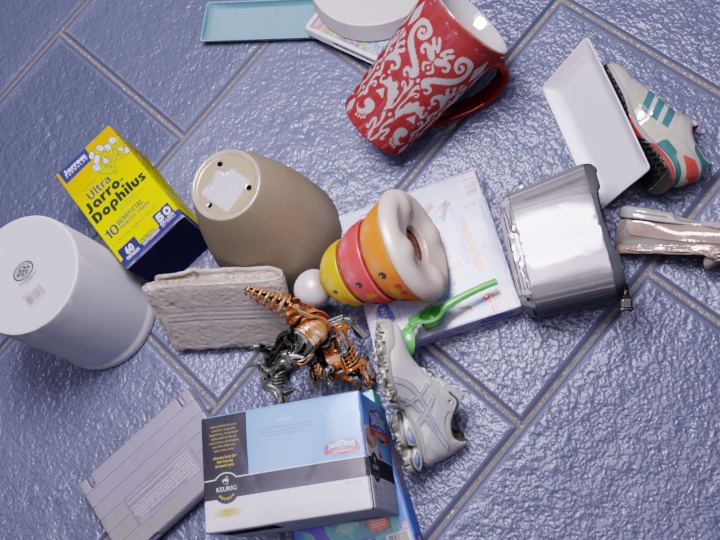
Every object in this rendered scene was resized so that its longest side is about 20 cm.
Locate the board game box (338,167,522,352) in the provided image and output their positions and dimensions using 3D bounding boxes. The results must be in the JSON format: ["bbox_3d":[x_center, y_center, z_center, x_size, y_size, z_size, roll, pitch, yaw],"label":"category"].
[{"bbox_3d":[0.090,-0.009,1.116,0.197,0.041,0.202,-18,70,9],"label":"board game box"}]

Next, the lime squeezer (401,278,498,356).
[{"bbox_3d":[0.089,0.079,1.048,0.070,0.038,0.201,33,101,-2],"label":"lime squeezer"}]

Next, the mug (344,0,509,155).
[{"bbox_3d":[0.095,-0.248,1.123,0.177,0.134,0.200,37,119,-14],"label":"mug"}]

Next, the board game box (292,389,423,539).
[{"bbox_3d":[-0.021,0.271,1.056,0.150,0.045,0.202,-20,69,9],"label":"board game box"}]

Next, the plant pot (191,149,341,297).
[{"bbox_3d":[-0.139,-0.074,1.112,0.185,0.200,0.190,-4,72,13],"label":"plant pot"}]

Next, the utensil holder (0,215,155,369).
[{"bbox_3d":[-0.400,0.032,1.149,0.168,0.200,0.172,-5,71,14],"label":"utensil holder"}]

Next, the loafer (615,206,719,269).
[{"bbox_3d":[0.412,-0.030,1.030,0.198,0.072,0.064,15,94,25],"label":"loafer"}]

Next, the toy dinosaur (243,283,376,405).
[{"bbox_3d":[-0.071,0.093,1.082,0.136,0.102,0.200,-42,86,12],"label":"toy dinosaur"}]

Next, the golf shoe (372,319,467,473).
[{"bbox_3d":[0.073,0.143,1.026,0.096,0.078,0.202,-17,110,-3],"label":"golf shoe"}]

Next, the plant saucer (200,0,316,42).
[{"bbox_3d":[-0.152,-0.387,1.311,0.197,0.019,0.071,2,74,16],"label":"plant saucer"}]

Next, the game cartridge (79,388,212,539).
[{"bbox_3d":[-0.267,0.273,1.129,0.200,0.038,0.130,-41,72,0],"label":"game cartridge"}]

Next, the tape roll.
[{"bbox_3d":[0.023,-0.429,1.244,0.200,0.037,0.205,-4,65,8],"label":"tape roll"}]

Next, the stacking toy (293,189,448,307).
[{"bbox_3d":[0.000,0.000,1.068,0.199,0.146,0.148,-25,67,27],"label":"stacking toy"}]

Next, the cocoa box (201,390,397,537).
[{"bbox_3d":[-0.070,0.229,0.986,0.197,0.133,0.133,-12,69,12],"label":"cocoa box"}]

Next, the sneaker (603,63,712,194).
[{"bbox_3d":[0.378,-0.188,1.091,0.092,0.071,0.201,-11,59,-16],"label":"sneaker"}]

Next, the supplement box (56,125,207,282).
[{"bbox_3d":[-0.324,-0.090,1.215,0.109,0.110,0.200,-43,67,-1],"label":"supplement box"}]

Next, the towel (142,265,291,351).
[{"bbox_3d":[-0.181,0.053,1.126,0.197,0.133,0.035,-2,44,13],"label":"towel"}]

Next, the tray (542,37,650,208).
[{"bbox_3d":[0.308,-0.190,1.096,0.022,0.107,0.202,-6,66,-29],"label":"tray"}]

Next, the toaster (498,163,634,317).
[{"bbox_3d":[0.249,-0.025,1.043,0.128,0.114,0.203,-15,72,14],"label":"toaster"}]

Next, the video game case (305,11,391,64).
[{"bbox_3d":[0.036,-0.369,1.244,0.199,0.018,0.144,29,73,21],"label":"video game case"}]
